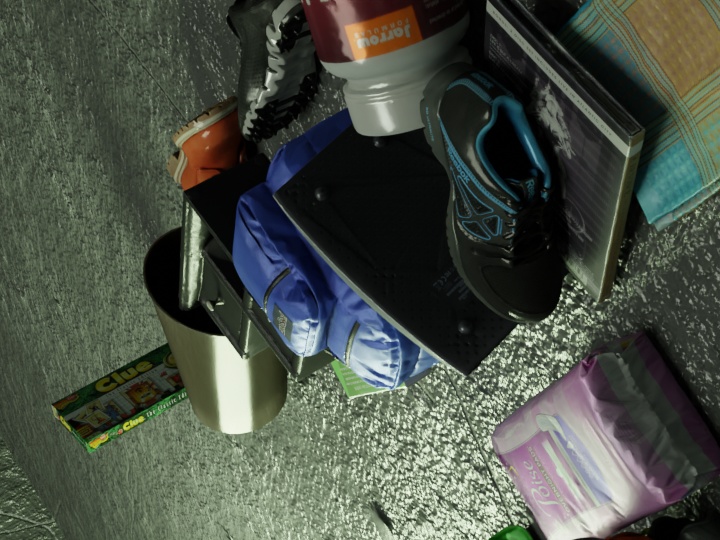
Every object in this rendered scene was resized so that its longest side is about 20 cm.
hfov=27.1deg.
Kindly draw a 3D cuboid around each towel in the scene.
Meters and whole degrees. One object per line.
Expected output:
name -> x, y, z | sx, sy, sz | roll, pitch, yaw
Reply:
towel -> 0.191, -0.119, 0.901 | 0.147, 0.022, 0.200 | 58, 155, 6

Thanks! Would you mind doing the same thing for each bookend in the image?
bookend -> -0.083, 0.032, 1.423 | 0.199, 0.092, 0.200 | 51, 154, 22

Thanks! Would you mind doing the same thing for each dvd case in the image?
dvd case -> 0.132, -0.083, 1.023 | 0.149, 0.016, 0.200 | 52, 163, 27

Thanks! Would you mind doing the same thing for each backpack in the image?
backpack -> 0.000, 0.000, 1.227 | 0.200, 0.167, 0.163 | 52, 166, 17

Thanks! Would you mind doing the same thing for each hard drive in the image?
hard drive -> 0.044, -0.023, 1.127 | 0.200, 0.135, 0.042 | 43, 160, 11

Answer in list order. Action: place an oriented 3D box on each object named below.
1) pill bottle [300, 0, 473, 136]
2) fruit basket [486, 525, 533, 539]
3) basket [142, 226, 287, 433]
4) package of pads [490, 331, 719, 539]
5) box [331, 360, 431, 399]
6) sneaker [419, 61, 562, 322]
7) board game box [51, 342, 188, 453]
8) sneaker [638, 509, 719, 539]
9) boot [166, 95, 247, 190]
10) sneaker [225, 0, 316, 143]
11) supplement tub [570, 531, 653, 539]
pill bottle -> 0.012, -0.205, 1.050 | 0.114, 0.114, 0.201 | 16, 130, 58
fruit basket -> 0.150, 0.337, 1.326 | 0.216, 0.155, 0.216 | 58, 173, 11
basket -> -0.146, 0.074, 1.635 | 0.180, 0.136, 0.201 | 38, 150, 32
package of pads -> 0.180, 0.133, 1.119 | 0.121, 0.075, 0.200 | 60, 156, 11
box -> -0.017, 0.024, 1.441 | 0.201, 0.036, 0.144 | 65, 156, -3
sneaker -> 0.099, -0.043, 1.031 | 0.082, 0.073, 0.201 | 32, 149, 60
board game box -> -0.281, 0.153, 1.890 | 0.105, 0.199, 0.024 | 30, 141, 48
sneaker -> 0.234, 0.229, 1.134 | 0.200, 0.074, 0.085 | -34, 79, 57
boot -> -0.135, -0.104, 1.505 | 0.107, 0.075, 0.200 | 55, 163, 7
sneaker -> -0.080, -0.196, 1.304 | 0.091, 0.066, 0.200 | 55, 151, 20
supplement tub -> 0.135, 0.265, 1.044 | 0.122, 0.199, 0.123 | 31, 131, 44
